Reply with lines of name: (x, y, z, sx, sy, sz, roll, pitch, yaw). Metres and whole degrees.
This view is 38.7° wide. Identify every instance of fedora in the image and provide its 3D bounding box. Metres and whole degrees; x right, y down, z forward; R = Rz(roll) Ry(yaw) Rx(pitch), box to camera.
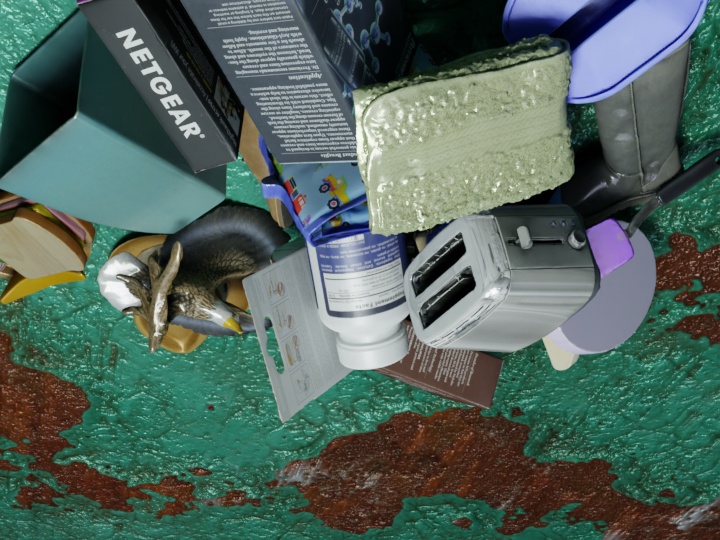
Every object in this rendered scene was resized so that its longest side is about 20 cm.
fedora: (-0.227, 0.040, 1.272, 0.197, 0.083, 0.202, 2, 142, 1)

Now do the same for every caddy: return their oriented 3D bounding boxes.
caddy: (0.215, -0.243, 0.887, 0.141, 0.105, 0.199, 46, 129, -11)

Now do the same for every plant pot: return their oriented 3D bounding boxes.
plant pot: (-0.234, -0.128, 1.024, 0.140, 0.143, 0.199, -28, 139, 33)

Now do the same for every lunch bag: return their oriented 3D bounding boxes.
lunch bag: (-0.001, -0.110, 0.968, 0.197, 0.152, 0.095, -20, 142, -9)

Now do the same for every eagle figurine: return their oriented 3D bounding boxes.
eagle figurine: (-0.177, 0.022, 1.153, 0.150, 0.200, 0.153, -26, 91, 28)

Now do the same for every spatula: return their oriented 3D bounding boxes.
spatula: (0.299, -0.063, 1.059, 0.199, 0.021, 0.057, -39, 110, -3)

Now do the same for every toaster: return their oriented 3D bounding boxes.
toaster: (0.130, 0.012, 1.018, 0.128, 0.115, 0.200, 3, 153, -30)

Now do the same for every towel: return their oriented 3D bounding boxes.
towel: (0.092, -0.112, 0.881, 0.197, 0.037, 0.150, -17, 125, -9)

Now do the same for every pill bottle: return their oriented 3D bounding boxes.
pill bottle: (0.000, 0.000, 1.124, 0.109, 0.111, 0.203, -6, 109, 10)

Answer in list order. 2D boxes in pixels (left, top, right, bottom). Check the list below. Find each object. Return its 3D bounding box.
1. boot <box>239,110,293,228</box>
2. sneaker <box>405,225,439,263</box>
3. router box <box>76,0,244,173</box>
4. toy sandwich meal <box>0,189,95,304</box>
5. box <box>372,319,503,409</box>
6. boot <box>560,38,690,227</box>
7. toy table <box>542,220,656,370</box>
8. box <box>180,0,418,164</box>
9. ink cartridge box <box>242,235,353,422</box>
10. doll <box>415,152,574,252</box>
boot: (-0.099, -0.130, 1.083, 0.074, 0.074, 0.202, 13, 139, 17)
sneaker: (0.080, 0.005, 1.235, 0.197, 0.077, 0.116, 6, 148, 11)
router box: (-0.164, -0.211, 0.906, 0.050, 0.151, 0.201, -13, 139, 17)
toy sandwich meal: (-0.405, -0.031, 1.203, 0.202, 0.071, 0.207, 1, 141, 1)
box: (0.075, 0.113, 1.326, 0.198, 0.076, 0.100, 25, 170, -24)
boot: (0.248, -0.140, 1.035, 0.179, 0.073, 0.201, -21, 145, 6)
toy table: (0.231, 0.021, 1.145, 0.198, 0.187, 0.116, -16, -178, -40)
box: (-0.044, -0.213, 0.881, 0.106, 0.150, 0.201, 2, 145, 27)
ink cartridge box: (-0.072, 0.058, 1.150, 0.056, 0.199, 0.165, -9, 102, 34)
doll: (0.142, -0.068, 1.054, 0.135, 0.049, 0.200, 15, 140, -36)
